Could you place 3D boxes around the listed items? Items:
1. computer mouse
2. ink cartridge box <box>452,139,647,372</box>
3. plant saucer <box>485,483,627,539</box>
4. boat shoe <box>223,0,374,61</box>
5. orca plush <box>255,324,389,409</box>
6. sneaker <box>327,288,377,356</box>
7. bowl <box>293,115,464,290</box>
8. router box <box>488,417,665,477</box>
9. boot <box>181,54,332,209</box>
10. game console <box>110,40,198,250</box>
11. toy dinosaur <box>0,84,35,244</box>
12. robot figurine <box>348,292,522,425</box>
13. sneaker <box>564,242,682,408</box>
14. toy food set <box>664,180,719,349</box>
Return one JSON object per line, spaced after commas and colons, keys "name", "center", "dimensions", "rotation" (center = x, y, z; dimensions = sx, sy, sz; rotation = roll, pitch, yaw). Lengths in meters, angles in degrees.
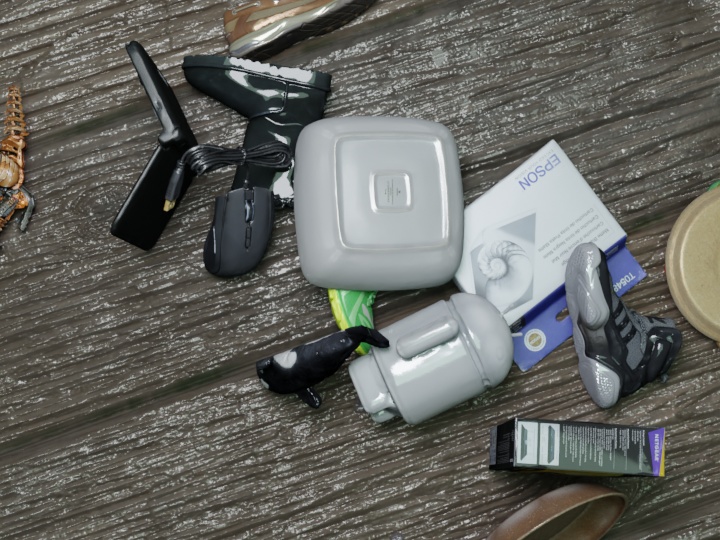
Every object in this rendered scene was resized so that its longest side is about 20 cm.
{"name": "computer mouse", "center": [-0.155, -0.055, 1.186], "dimensions": [0.139, 0.201, 0.046], "rotation": [-3, 44, -30]}
{"name": "ink cartridge box", "center": [0.211, -0.016, 1.262], "dimensions": [0.199, 0.041, 0.201], "rotation": [-38, 87, -2]}
{"name": "plant saucer", "center": [0.201, 0.292, 1.170], "dimensions": [0.199, 0.201, 0.037], "rotation": [-30, 58, -2]}
{"name": "boat shoe", "center": [-0.074, -0.317, 1.268], "dimensions": [0.198, 0.076, 0.073], "rotation": [-23, 84, -3]}
{"name": "orca plush", "center": [-0.044, 0.116, 1.190], "dimensions": [0.199, 0.105, 0.072], "rotation": [-22, 84, 34]}
{"name": "sneaker", "center": [0.000, 0.000, 1.244], "dimensions": [0.082, 0.074, 0.203], "rotation": [-8, 86, 3]}
{"name": "bowl", "center": [0.027, -0.083, 1.196], "dimensions": [0.197, 0.075, 0.203], "rotation": [-1, 80, -13]}
{"name": "router box", "center": [0.230, 0.197, 1.167], "dimensions": [0.155, 0.200, 0.053], "rotation": [3, 79, 1]}
{"name": "boot", "center": [-0.127, -0.163, 1.261], "dimensions": [0.195, 0.073, 0.165], "rotation": [9, 93, 4]}
{"name": "game console", "center": [-0.245, -0.134, 1.189], "dimensions": [0.115, 0.200, 0.178], "rotation": [-26, 86, -3]}
{"name": "toy dinosaur", "center": [-0.446, -0.115, 1.258], "dimensions": [0.134, 0.102, 0.202], "rotation": [19, 68, -14]}
{"name": "robot figurine", "center": [0.088, 0.098, 1.195], "dimensions": [0.198, 0.170, 0.114], "rotation": [-25, 68, 2]}
{"name": "sneaker", "center": [0.305, 0.053, 1.228], "dimensions": [0.112, 0.076, 0.203], "rotation": [-15, 109, -8]}
{"name": "toy food set", "center": [0.458, -0.006, 1.258], "dimensions": [0.199, 0.049, 0.199], "rotation": [38, 87, 3]}
